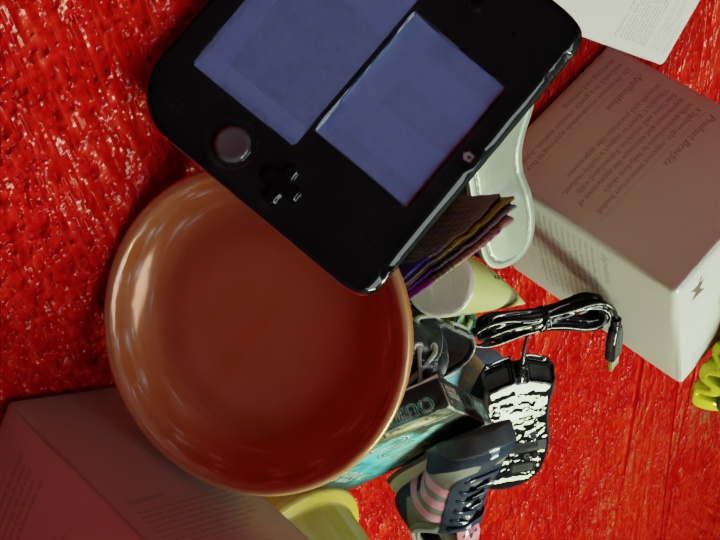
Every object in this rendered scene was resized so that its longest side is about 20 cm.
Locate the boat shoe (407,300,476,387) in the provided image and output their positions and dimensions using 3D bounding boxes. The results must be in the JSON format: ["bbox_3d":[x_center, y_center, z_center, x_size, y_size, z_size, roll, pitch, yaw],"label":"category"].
[{"bbox_3d":[0.031,0.059,0.940,0.072,0.068,0.200,-64,159,11],"label":"boat shoe"}]

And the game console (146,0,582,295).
[{"bbox_3d":[-0.001,-0.113,0.717,0.200,0.177,0.031,-50,174,-3],"label":"game console"}]

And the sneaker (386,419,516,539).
[{"bbox_3d":[0.082,0.174,1.005,0.070,0.082,0.200,-15,163,-19],"label":"sneaker"}]

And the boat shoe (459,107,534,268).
[{"bbox_3d":[0.088,-0.097,0.962,0.076,0.060,0.200,-19,123,-28],"label":"boat shoe"}]

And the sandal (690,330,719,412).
[{"bbox_3d":[0.339,0.057,1.046,0.079,0.087,0.200,-30,141,-29],"label":"sandal"}]

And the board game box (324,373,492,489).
[{"bbox_3d":[0.021,0.126,0.968,0.135,0.028,0.200,-25,165,9],"label":"board game box"}]

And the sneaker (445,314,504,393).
[{"bbox_3d":[0.084,0.071,1.117,0.200,0.080,0.131,-12,133,-49],"label":"sneaker"}]

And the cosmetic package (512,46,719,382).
[{"bbox_3d":[0.243,-0.048,1.087,0.165,0.200,0.165,-44,149,-13],"label":"cosmetic package"}]

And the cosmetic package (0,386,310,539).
[{"bbox_3d":[-0.155,0.213,0.816,0.123,0.200,0.200,-4,126,-55],"label":"cosmetic package"}]

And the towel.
[{"bbox_3d":[0.000,0.000,0.884,0.200,0.144,0.023,-34,112,-29],"label":"towel"}]

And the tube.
[{"bbox_3d":[0.080,0.009,0.995,0.052,0.058,0.200,-25,172,13],"label":"tube"}]

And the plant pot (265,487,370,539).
[{"bbox_3d":[-0.050,0.277,1.041,0.201,0.189,0.201,-35,147,-28],"label":"plant pot"}]

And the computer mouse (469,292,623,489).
[{"bbox_3d":[0.154,0.097,1.098,0.140,0.046,0.200,-12,127,-12],"label":"computer mouse"}]

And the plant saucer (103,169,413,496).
[{"bbox_3d":[-0.060,0.035,0.772,0.200,0.200,0.037,-63,166,17],"label":"plant saucer"}]

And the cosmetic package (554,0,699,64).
[{"bbox_3d":[0.151,-0.209,0.890,0.200,0.101,0.071,2,121,-54],"label":"cosmetic package"}]
